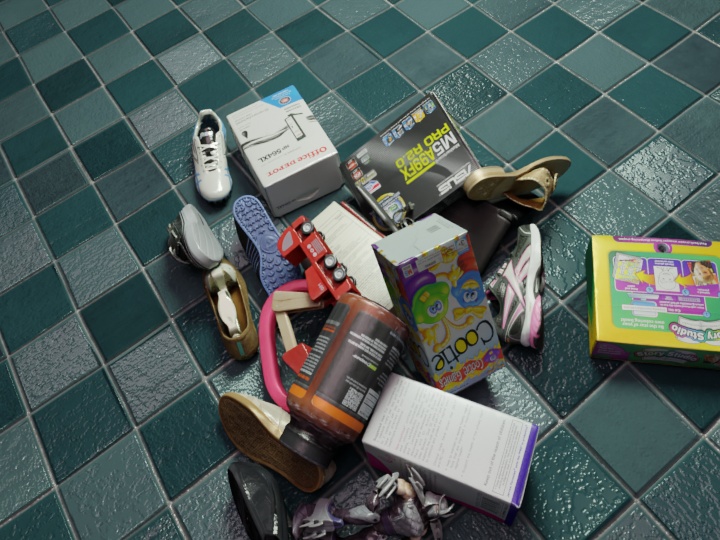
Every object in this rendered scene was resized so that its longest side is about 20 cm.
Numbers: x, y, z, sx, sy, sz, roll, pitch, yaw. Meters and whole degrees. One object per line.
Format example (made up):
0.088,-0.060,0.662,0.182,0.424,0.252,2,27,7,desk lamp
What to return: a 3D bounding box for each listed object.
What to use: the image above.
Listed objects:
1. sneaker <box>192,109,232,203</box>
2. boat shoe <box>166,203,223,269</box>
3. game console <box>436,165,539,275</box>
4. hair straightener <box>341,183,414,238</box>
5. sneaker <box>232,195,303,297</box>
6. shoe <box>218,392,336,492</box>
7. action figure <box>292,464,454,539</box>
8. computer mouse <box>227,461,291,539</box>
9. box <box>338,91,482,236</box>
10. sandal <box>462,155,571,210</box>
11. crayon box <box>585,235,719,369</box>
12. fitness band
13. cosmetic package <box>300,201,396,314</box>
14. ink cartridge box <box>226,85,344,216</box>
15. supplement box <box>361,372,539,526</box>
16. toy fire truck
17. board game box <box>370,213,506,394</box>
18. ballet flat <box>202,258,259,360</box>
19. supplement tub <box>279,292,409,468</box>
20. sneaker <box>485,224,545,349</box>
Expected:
-0.277,-0.210,1.113,0.070,0.073,0.203,-13,58,-2,sneaker
-0.276,-0.041,0.992,0.071,0.072,0.200,-43,30,1,boat shoe
0.168,-0.099,1.010,0.198,0.116,0.178,34,98,26,game console
0.059,-0.069,0.922,0.200,0.041,0.077,44,102,24,hair straightener
-0.147,-0.023,0.984,0.069,0.078,0.203,-24,79,-11,sneaker
-0.116,0.229,0.830,0.198,0.053,0.071,30,110,26,shoe
0.020,0.308,0.730,0.196,0.069,0.133,-18,100,10,action figure
-0.108,0.315,0.743,0.052,0.141,0.200,-16,41,-24,computer mouse
0.080,-0.159,0.972,0.198,0.044,0.163,-34,69,18,box
0.255,-0.120,0.933,0.207,0.078,0.071,-10,60,-27,sandal
0.427,0.042,0.860,0.195,0.059,0.176,4,60,11,crayon box
-0.076,0.109,0.884,0.140,0.037,0.204,-14,68,8,fitness band
0.000,0.000,0.930,0.103,0.088,0.199,-42,63,-15,cosmetic package
-0.135,-0.216,1.088,0.144,0.085,0.202,-27,57,-9,ink cartridge box
0.112,0.224,0.766,0.196,0.102,0.105,16,61,17,supplement box
-0.077,0.037,0.859,0.140,0.049,0.201,-39,64,5,toy fire truck
0.103,0.047,0.806,0.101,0.203,0.105,-25,22,-9,board game box
-0.209,0.043,0.942,0.066,0.073,0.203,-20,57,-5,ballet flat
-0.025,0.138,0.760,0.105,0.107,0.203,24,76,22,supplement tub
0.227,0.016,0.897,0.084,0.081,0.203,-1,52,20,sneaker
